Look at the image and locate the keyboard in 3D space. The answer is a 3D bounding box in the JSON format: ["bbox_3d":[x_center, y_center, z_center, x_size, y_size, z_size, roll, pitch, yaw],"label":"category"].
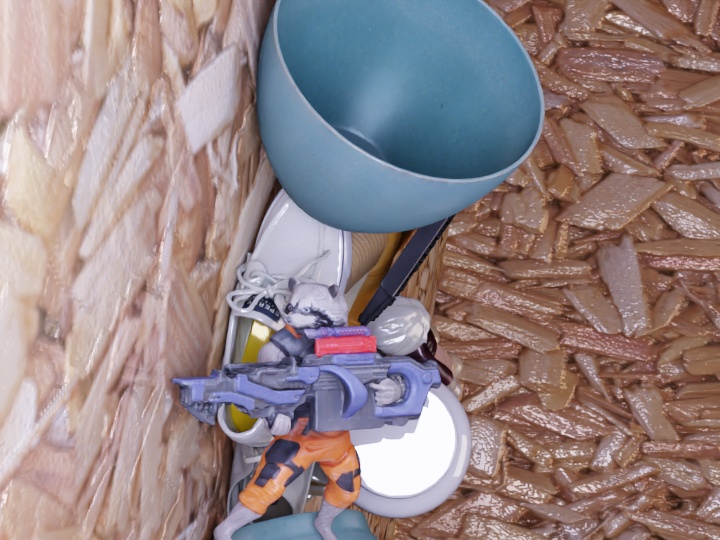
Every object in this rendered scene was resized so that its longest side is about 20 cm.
[{"bbox_3d":[0.067,-0.049,1.290,0.200,0.021,0.127,-55,178,-30],"label":"keyboard"}]

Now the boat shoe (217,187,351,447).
[{"bbox_3d":[-0.064,0.026,1.219,0.086,0.075,0.202,24,83,-73],"label":"boat shoe"}]

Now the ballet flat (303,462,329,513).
[{"bbox_3d":[-0.061,0.201,1.471,0.073,0.073,0.200,87,14,-63],"label":"ballet flat"}]

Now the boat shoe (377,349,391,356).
[{"bbox_3d":[-0.024,0.133,1.591,0.062,0.073,0.200,-50,168,-47],"label":"boat shoe"}]

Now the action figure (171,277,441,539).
[{"bbox_3d":[-0.057,0.097,1.151,0.105,0.200,0.194,24,-78,55],"label":"action figure"}]

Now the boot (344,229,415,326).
[{"bbox_3d":[0.000,-0.001,1.367,0.144,0.071,0.201,-46,169,-37],"label":"boot"}]

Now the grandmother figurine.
[{"bbox_3d":[0.045,0.064,1.490,0.061,0.121,0.200,-48,161,-1],"label":"grandmother figurine"}]

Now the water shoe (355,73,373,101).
[{"bbox_3d":[0.007,-0.181,1.362,0.200,0.079,0.072,-73,149,-47],"label":"water shoe"}]

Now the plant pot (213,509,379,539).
[{"bbox_3d":[-0.043,0.255,1.271,0.200,0.200,0.134,79,1,-73],"label":"plant pot"}]

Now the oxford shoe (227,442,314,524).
[{"bbox_3d":[-0.065,0.125,1.317,0.058,0.075,0.200,-42,144,-61],"label":"oxford shoe"}]

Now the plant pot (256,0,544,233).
[{"bbox_3d":[0.009,-0.103,1.193,0.135,0.200,0.200,-55,-166,47],"label":"plant pot"}]

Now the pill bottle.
[{"bbox_3d":[0.030,0.140,1.378,0.200,0.120,0.120,85,16,-82],"label":"pill bottle"}]
